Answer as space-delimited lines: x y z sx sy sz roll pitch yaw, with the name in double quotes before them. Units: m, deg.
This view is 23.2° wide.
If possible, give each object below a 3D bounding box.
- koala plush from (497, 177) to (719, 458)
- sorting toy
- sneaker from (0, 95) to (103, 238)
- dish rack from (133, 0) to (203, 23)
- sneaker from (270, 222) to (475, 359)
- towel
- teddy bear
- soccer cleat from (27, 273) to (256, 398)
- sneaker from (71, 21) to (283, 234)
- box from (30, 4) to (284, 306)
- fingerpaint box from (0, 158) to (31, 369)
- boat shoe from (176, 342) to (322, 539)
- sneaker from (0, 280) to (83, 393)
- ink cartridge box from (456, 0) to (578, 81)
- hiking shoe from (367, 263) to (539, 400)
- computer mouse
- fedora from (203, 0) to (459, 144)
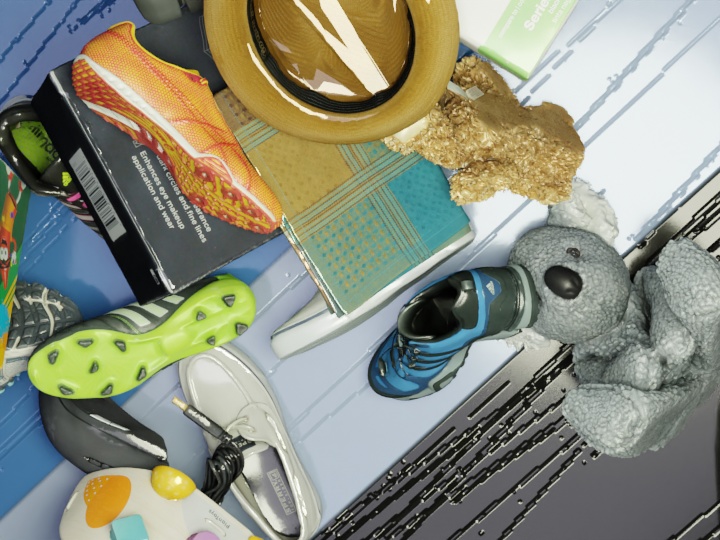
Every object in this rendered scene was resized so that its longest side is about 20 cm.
"koala plush" 0.199 0.035 1.443 0.200 0.184 0.178 35 97 22
"sorting toy" -0.167 0.278 1.445 0.200 0.180 0.107 40 135 -14
"sneaker" -0.235 -0.077 1.491 0.200 0.087 0.074 38 98 0
"dish rack" -0.128 -0.281 1.413 0.153 0.200 0.055 -20 132 -2
"sneaker" 0.000 0.000 1.492 0.200 0.073 0.071 -35 83 -1
"towel" -0.014 -0.082 1.395 0.146 0.022 0.200 -32 92 -24
"teddy bear" 0.087 -0.111 1.416 0.067 0.200 0.145 -49 56 35
"soccer cleat" -0.185 0.055 1.488 0.199 0.081 0.068 -19 110 -9
"sneaker" -0.126 -0.109 1.332 0.200 0.073 0.077 46 61 -12
"box" -0.130 -0.104 1.428 0.200 0.117 0.197 -29 93 -20
"fingerpaint box" -0.393 -0.005 1.475 0.199 0.073 0.167 0 68 14
"boat shoe" -0.099 0.150 1.512 0.072 0.066 0.201 -25 93 8
"sneaker" -0.328 0.073 1.525 0.199 0.078 0.086 -14 138 8
"ink cartridge box" 0.073 -0.239 1.415 0.200 0.146 0.084 33 97 1
"hiking shoe" 0.055 0.046 1.441 0.200 0.086 0.075 -41 54 43
"computer mouse" -0.194 0.145 1.494 0.200 0.046 0.141 38 132 5
"fedora" -0.019 -0.194 1.319 0.200 0.082 0.201 2 117 5
